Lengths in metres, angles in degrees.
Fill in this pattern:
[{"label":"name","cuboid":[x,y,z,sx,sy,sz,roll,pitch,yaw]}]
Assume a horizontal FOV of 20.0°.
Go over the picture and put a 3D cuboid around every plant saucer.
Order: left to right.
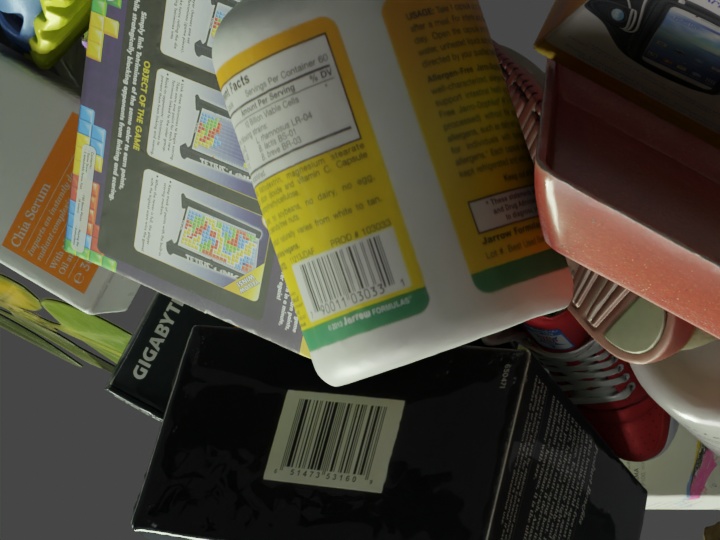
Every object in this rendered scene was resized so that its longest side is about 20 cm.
[{"label":"plant saucer","cuboid":[0.155,-0.016,0.843,0.199,0.037,0.200,28,-158,-5]}]

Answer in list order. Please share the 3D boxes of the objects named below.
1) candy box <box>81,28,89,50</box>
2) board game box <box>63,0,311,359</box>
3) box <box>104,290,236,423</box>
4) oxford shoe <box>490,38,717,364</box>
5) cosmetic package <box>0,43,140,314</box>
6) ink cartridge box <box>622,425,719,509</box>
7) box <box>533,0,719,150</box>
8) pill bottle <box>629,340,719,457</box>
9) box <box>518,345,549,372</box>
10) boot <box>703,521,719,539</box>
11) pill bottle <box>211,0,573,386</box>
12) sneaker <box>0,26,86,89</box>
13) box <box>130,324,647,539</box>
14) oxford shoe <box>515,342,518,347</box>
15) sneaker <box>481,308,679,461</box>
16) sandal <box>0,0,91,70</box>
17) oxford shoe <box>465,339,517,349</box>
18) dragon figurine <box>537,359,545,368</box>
[{"label":"candy box","cuboid":[-0.051,-0.089,1.154,0.167,0.072,0.200,25,167,10]},{"label":"board game box","cuboid":[-0.051,-0.073,0.974,0.165,0.057,0.200,23,123,16]},{"label":"box","cuboid":[-0.053,0.029,1.343,0.159,0.200,0.046,29,170,-7]},{"label":"oxford shoe","cuboid":[0.107,-0.035,0.949,0.075,0.071,0.200,-7,-130,-36]},{"label":"cosmetic package","cuboid":[-0.200,-0.067,1.138,0.200,0.102,0.071,29,-174,9]},{"label":"ink cartridge box","cuboid":[0.194,0.119,1.321,0.199,0.068,0.116,1,169,-6]},{"label":"box","cuboid":[0.150,-0.095,0.771,0.119,0.042,0.200,28,167,-7]},{"label":"pill bottle","cuboid":[0.209,0.044,1.031,0.114,0.115,0.200,21,174,26]},{"label":"box","cuboid":[0.094,0.067,1.264,0.117,0.200,0.049,-6,101,68]},{"label":"boot","cuboid":[0.313,0.151,1.123,0.200,0.066,0.175,-28,128,19]},{"label":"pill bottle","cuboid":[0.005,-0.064,0.831,0.113,0.113,0.201,153,98,-76]},{"label":"sneaker","cuboid":[-0.185,-0.086,1.209,0.074,0.084,0.200,75,170,-80]},{"label":"box","cuboid":[0.022,0.124,1.077,0.199,0.124,0.198,4,156,28]},{"label":"oxford shoe","cuboid":[0.060,0.004,1.244,0.084,0.073,0.200,26,-163,-30]},{"label":"sneaker","cuboid":[0.113,0.037,1.040,0.071,0.113,0.200,-9,118,22]},{"label":"sandal","cuboid":[-0.175,-0.174,1.081,0.087,0.080,0.200,37,164,5]},{"label":"oxford shoe","cuboid":[0.000,0.000,1.066,0.200,0.071,0.073,28,173,-13]},{"label":"dragon figurine","cuboid":[0.154,0.012,1.162,0.199,0.100,0.059,11,172,-19]}]
